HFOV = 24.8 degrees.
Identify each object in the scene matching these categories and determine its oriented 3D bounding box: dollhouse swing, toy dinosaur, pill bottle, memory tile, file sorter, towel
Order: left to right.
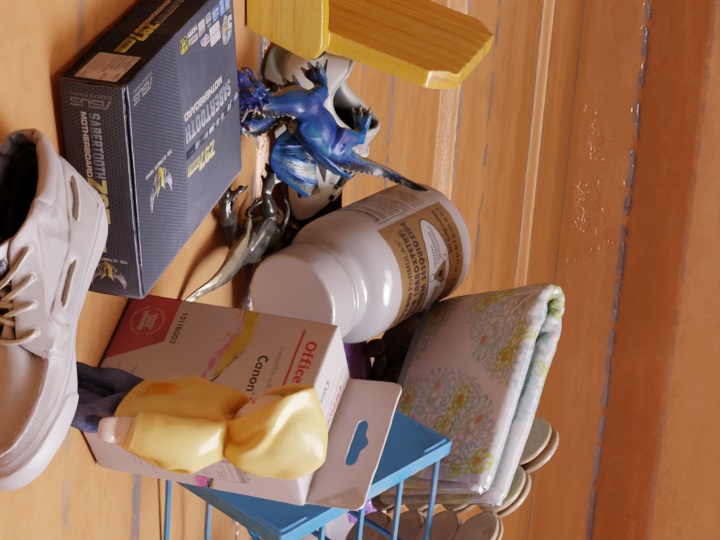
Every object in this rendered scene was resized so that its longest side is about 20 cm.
[{"bbox_3d":[-0.094,-0.037,1.345,0.200,0.047,0.088,-45,148,-61],"label":"toy dinosaur"},{"bbox_3d":[-0.047,0.194,1.334,0.200,0.139,0.123,-22,128,-44],"label":"file sorter"},{"bbox_3d":[0.000,0.000,1.433,0.200,0.114,0.115,-26,125,-50],"label":"pill bottle"},{"bbox_3d":[0.019,-0.266,1.384,0.200,0.175,0.182,-50,145,-61],"label":"dollhouse swing"},{"bbox_3d":[0.078,0.194,1.440,0.017,0.200,0.153,45,60,-24],"label":"memory tile"},{"bbox_3d":[0.093,0.110,1.426,0.048,0.171,0.200,30,69,-29],"label":"towel"}]

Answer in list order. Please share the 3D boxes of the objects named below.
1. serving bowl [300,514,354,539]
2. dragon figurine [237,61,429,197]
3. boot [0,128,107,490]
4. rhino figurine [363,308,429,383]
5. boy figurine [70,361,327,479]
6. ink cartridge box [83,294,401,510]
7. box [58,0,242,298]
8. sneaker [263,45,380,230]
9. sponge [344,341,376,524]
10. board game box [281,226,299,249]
[{"bbox_3d":[-0.046,0.177,1.559,0.200,0.066,0.201,-2,90,-78],"label":"serving bowl"},{"bbox_3d":[-0.036,-0.100,1.330,0.200,0.059,0.100,45,47,-24],"label":"dragon figurine"},{"bbox_3d":[-0.203,0.018,0.943,0.096,0.073,0.200,60,32,-57],"label":"boot"},{"bbox_3d":[0.039,0.093,1.542,0.088,0.060,0.200,70,27,-45],"label":"rhino figurine"},{"bbox_3d":[-0.119,0.088,1.021,0.124,0.200,0.065,-23,121,-69],"label":"boy figurine"},{"bbox_3d":[-0.081,0.091,1.154,0.068,0.200,0.117,79,24,-51],"label":"ink cartridge box"},{"bbox_3d":[-0.138,-0.098,1.130,0.200,0.051,0.158,-59,154,-56],"label":"box"},{"bbox_3d":[-0.025,-0.104,1.445,0.074,0.088,0.200,-70,157,-45],"label":"sneaker"},{"bbox_3d":[-0.008,0.127,1.526,0.112,0.030,0.200,-78,161,-55],"label":"sponge"},{"bbox_3d":[-0.042,0.024,1.600,0.200,0.032,0.120,9,93,-75],"label":"board game box"}]
